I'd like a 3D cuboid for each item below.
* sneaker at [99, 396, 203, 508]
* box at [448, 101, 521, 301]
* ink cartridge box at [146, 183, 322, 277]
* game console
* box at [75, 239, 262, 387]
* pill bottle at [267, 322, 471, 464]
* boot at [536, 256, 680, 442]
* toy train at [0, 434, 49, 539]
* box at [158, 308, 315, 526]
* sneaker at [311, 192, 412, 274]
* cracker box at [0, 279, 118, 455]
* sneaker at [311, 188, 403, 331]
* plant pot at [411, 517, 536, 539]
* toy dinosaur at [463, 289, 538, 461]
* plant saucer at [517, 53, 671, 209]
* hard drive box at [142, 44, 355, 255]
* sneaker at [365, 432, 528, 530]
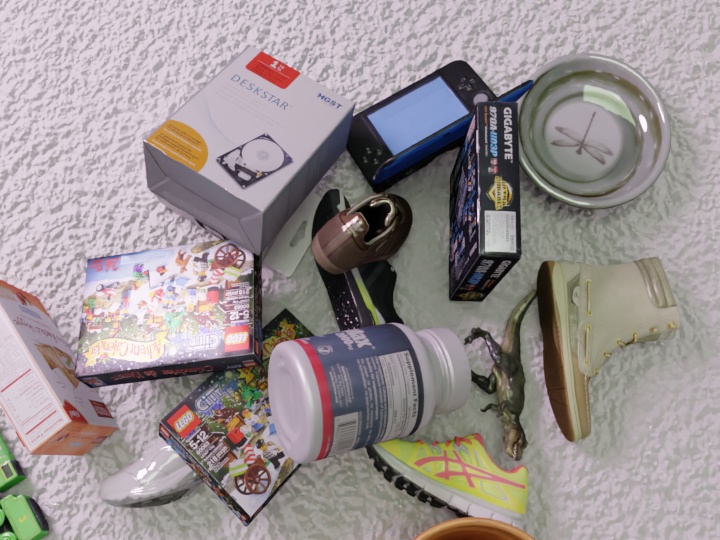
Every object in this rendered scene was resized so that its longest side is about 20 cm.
[{"bbox_3d":[-0.201,0.200,0.794,0.195,0.078,0.101,-19,69,-12],"label":"sneaker"},{"bbox_3d":[0.132,-0.065,0.776,0.045,0.200,0.164,2,75,-1],"label":"box"},{"bbox_3d":[-0.145,-0.094,0.861,0.197,0.067,0.118,29,78,9],"label":"ink cartridge box"},{"bbox_3d":[0.079,-0.192,0.832,0.197,0.119,0.173,-28,59,-6],"label":"game console"},{"bbox_3d":[-0.205,0.044,0.766,0.194,0.038,0.140,-8,63,5],"label":"box"},{"bbox_3d":[0.012,0.120,0.734,0.195,0.119,0.123,-7,74,-27],"label":"pill bottle"},{"bbox_3d":[0.287,0.087,0.801,0.150,0.072,0.206,-3,80,-5],"label":"boot"},{"bbox_3d":[-0.423,0.231,0.806,0.056,0.042,0.202,-31,77,-16],"label":"toy train"},{"bbox_3d":[-0.102,0.153,0.769,0.136,0.038,0.200,41,53,9],"label":"box"},{"bbox_3d":[0.025,-0.052,0.787,0.075,0.199,0.071,-36,90,35],"label":"sneaker"},{"bbox_3d":[-0.366,0.108,0.785,0.057,0.134,0.202,-35,78,-8],"label":"cracker box"},{"bbox_3d":[0.000,0.000,0.845,0.081,0.071,0.205,-5,73,-33],"label":"sneaker"},{"bbox_3d":[0.110,0.350,0.703,0.194,0.140,0.206,-1,76,3],"label":"plant pot"},{"bbox_3d":[0.157,0.112,0.808,0.086,0.048,0.205,13,70,-10],"label":"toy dinosaur"},{"bbox_3d":[0.281,-0.168,0.874,0.194,0.050,0.206,0,76,2],"label":"plant saucer"},{"bbox_3d":[-0.121,-0.141,0.789,0.153,0.078,0.202,29,54,8],"label":"hard drive box"},{"bbox_3d":[0.098,0.216,0.778,0.196,0.078,0.092,26,70,2],"label":"sneaker"}]
